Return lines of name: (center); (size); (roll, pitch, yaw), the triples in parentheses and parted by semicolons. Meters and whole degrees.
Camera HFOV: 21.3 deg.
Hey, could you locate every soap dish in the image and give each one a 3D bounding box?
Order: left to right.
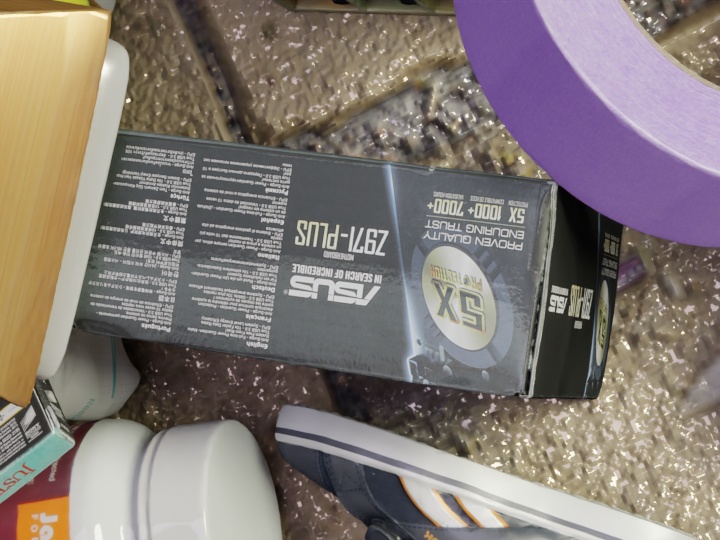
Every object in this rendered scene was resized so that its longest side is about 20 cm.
soap dish: (-0.191, -0.044, 0.794); (0.199, 0.081, 0.159); (15, 93, 45)

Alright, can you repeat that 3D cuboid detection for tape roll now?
tape roll: (0.137, -0.114, 0.730); (0.198, 0.066, 0.202); (6, 70, -16)

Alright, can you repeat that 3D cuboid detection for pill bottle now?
pill bottle: (-0.144, 0.130, 0.881); (0.198, 0.114, 0.115); (-10, 83, 17)

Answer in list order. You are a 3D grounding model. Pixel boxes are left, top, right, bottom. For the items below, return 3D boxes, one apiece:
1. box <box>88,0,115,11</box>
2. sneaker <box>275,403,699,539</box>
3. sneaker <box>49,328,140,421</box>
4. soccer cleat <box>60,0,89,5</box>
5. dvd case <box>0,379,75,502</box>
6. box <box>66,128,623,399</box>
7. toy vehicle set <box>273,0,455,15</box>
box: (-0.220, -0.204, 0.901); (0.198, 0.152, 0.107); (9, 81, 18)
sneaker: (0.045, 0.121, 0.844); (0.198, 0.078, 0.080); (19, 86, 16)
sneaker: (-0.164, -0.010, 0.925); (0.070, 0.080, 0.201); (-34, 58, 23)
soccer cleat: (-0.215, -0.115, 0.907); (0.199, 0.084, 0.065); (-2, 53, 36)
dvd case: (-0.219, 0.043, 0.868); (0.146, 0.022, 0.201); (-38, 55, 9)
box: (0.000, 0.000, 0.821); (0.198, 0.164, 0.087); (8, 88, 16)
toy vehicle set: (-0.004, -0.142, 0.813); (0.123, 0.200, 0.027); (4, 86, 18)
